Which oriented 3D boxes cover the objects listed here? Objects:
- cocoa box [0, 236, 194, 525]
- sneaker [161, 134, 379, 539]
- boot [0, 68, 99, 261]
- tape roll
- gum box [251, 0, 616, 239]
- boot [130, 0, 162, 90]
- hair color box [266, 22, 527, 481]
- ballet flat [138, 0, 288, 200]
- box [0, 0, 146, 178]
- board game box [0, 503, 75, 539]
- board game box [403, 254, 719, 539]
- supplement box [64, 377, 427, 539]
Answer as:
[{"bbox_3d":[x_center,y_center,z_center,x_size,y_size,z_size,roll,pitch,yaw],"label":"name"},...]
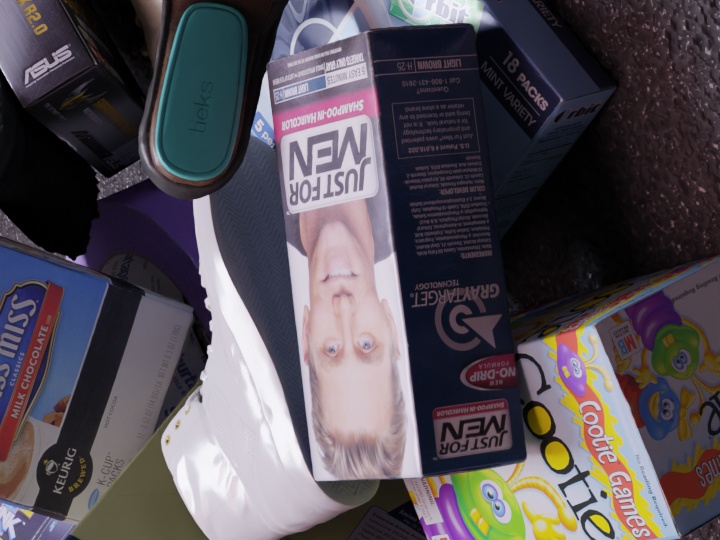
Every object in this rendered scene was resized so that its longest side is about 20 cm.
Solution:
[{"bbox_3d":[-0.209,0.048,1.470,0.200,0.131,0.134,17,86,57],"label":"cocoa box"},{"bbox_3d":[-0.066,0.041,1.326,0.115,0.073,0.201,-33,65,43],"label":"sneaker"},{"bbox_3d":[-0.202,-0.063,1.489,0.163,0.073,0.199,53,-176,-44],"label":"boot"},{"bbox_3d":[-0.094,0.041,1.583,0.200,0.065,0.201,36,139,38],"label":"tape roll"},{"bbox_3d":[0.014,-0.082,1.310,0.170,0.044,0.200,53,132,19],"label":"gum box"},{"bbox_3d":[-0.110,-0.148,1.470,0.199,0.072,0.156,21,130,46],"label":"boot"},{"bbox_3d":[0.015,-0.006,1.224,0.100,0.060,0.201,-10,87,59],"label":"hair color box"},{"bbox_3d":[-0.067,-0.132,1.282,0.068,0.068,0.201,152,136,-81],"label":"ballet flat"},{"bbox_3d":[-0.182,-0.147,1.503,0.159,0.048,0.200,60,-178,12],"label":"box"},{"bbox_3d":[-0.143,0.187,1.597,0.165,0.057,0.200,39,173,-34],"label":"board game box"},{"bbox_3d":[0.108,0.068,1.258,0.200,0.105,0.104,-18,96,58],"label":"board game box"},{"bbox_3d":[-0.035,0.172,1.402,0.199,0.200,0.135,27,137,14],"label":"supplement box"}]
